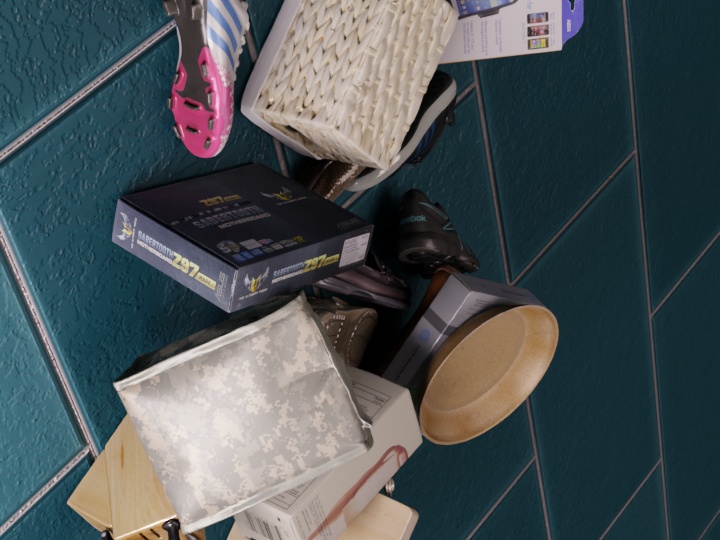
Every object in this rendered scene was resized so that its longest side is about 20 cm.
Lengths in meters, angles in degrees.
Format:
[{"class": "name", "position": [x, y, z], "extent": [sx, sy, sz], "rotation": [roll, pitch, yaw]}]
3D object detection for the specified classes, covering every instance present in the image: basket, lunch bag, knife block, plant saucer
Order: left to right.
[{"class": "knife block", "position": [-0.184, 0.229, 1.487], "extent": [0.200, 0.176, 0.064], "rotation": [-57, 145, -19]}, {"class": "lunch bag", "position": [-0.101, 0.124, 1.443], "extent": [0.118, 0.200, 0.164], "rotation": [-60, 126, -76]}, {"class": "basket", "position": [-0.007, -0.211, 1.553], "extent": [0.136, 0.123, 0.200], "rotation": [32, 81, -55]}, {"class": "plant saucer", "position": [0.137, 0.110, 1.755], "extent": [0.200, 0.035, 0.200], "rotation": [-27, 141, -24]}]

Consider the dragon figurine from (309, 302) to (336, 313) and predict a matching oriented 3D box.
[{"class": "dragon figurine", "position": [-0.093, 0.099, 1.593], "extent": [0.200, 0.059, 0.099], "rotation": [-32, 125, 12]}]

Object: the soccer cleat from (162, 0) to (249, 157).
[{"class": "soccer cleat", "position": [-0.132, -0.203, 1.430], "extent": [0.086, 0.070, 0.200], "rotation": [-31, 130, -43]}]

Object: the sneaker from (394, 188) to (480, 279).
[{"class": "sneaker", "position": [0.092, -0.039, 1.822], "extent": [0.200, 0.075, 0.079], "rotation": [36, 46, -70]}]

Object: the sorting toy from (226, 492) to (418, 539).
[{"class": "sorting toy", "position": [-0.047, 0.322, 1.703], "extent": [0.070, 0.200, 0.199], "rotation": [33, 80, -57]}]

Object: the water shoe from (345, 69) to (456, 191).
[{"class": "water shoe", "position": [0.049, -0.138, 1.715], "extent": [0.200, 0.071, 0.079], "rotation": [-47, 142, -29]}]

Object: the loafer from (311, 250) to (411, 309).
[{"class": "loafer", "position": [0.000, 0.000, 1.723], "extent": [0.200, 0.072, 0.063], "rotation": [16, 89, -53]}]

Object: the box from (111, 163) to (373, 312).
[{"class": "box", "position": [-0.109, -0.036, 1.468], "extent": [0.200, 0.158, 0.051], "rotation": [-18, 129, -49]}]

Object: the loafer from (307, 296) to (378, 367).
[{"class": "loafer", "position": [-0.037, 0.062, 1.707], "extent": [0.076, 0.068, 0.200], "rotation": [-67, 162, -1]}]

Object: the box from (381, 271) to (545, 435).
[{"class": "box", "position": [0.106, 0.101, 1.782], "extent": [0.156, 0.041, 0.200], "rotation": [13, 117, -50]}]

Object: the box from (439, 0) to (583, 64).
[{"class": "box", "position": [0.140, -0.291, 1.679], "extent": [0.200, 0.041, 0.119], "rotation": [-7, 123, -4]}]

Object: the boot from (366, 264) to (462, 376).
[{"class": "boot", "position": [0.057, 0.090, 1.814], "extent": [0.155, 0.077, 0.200], "rotation": [-37, 164, -30]}]

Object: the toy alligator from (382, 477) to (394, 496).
[{"class": "toy alligator", "position": [-0.015, 0.218, 1.749], "extent": [0.054, 0.200, 0.059], "rotation": [-2, 99, -15]}]

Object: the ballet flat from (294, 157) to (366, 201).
[{"class": "ballet flat", "position": [-0.027, -0.101, 1.629], "extent": [0.200, 0.067, 0.046], "rotation": [-47, 127, -22]}]

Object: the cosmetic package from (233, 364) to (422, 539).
[{"class": "cosmetic package", "position": [-0.037, 0.201, 1.620], "extent": [0.200, 0.103, 0.087], "rotation": [-44, 135, -30]}]
